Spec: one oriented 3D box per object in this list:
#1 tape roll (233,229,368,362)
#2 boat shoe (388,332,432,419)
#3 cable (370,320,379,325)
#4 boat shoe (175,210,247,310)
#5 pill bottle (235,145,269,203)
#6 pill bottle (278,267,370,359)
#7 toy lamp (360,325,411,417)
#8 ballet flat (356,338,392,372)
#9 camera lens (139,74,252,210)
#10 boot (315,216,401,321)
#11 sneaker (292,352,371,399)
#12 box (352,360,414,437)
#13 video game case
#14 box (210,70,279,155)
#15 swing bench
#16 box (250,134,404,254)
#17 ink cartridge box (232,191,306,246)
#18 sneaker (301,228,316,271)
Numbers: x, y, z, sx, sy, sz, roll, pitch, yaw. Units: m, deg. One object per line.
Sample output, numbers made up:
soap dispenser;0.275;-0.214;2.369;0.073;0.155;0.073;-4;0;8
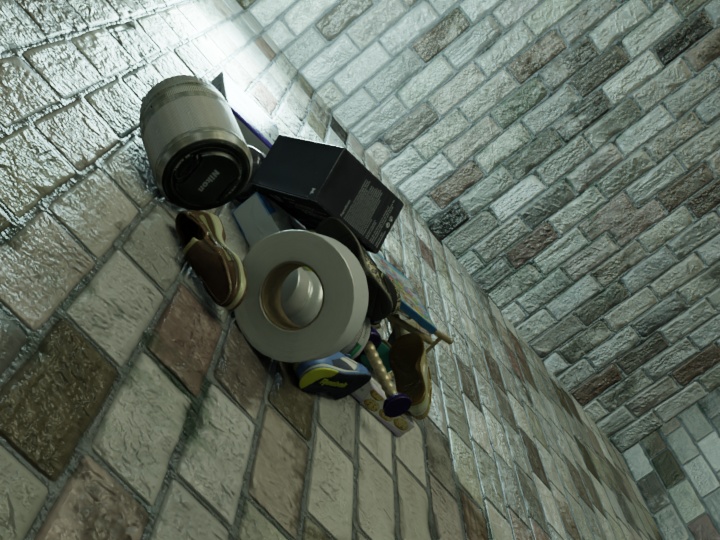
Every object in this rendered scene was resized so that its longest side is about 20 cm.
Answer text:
tape roll;-0.092;0.039;1.393;0.203;0.202;0.071;55;14;13
boat shoe;0.097;0.200;1.730;0.200;0.074;0.066;-87;160;-53
cable;-0.034;0.064;1.742;0.163;0.051;0.200;27;-1;1
boat shoe;-0.235;-0.019;1.373;0.075;0.075;0.202;21;25;-40
pill bottle;-0.211;-0.179;1.787;0.200;0.106;0.106;30;25;-57
pill bottle;-0.081;0.071;1.539;0.200;0.113;0.113;41;17;-43
toy lamp;0.031;0.167;1.615;0.058;0.058;0.200;38;17;-46
ballet flat;0.002;0.135;1.758;0.200;0.071;0.071;35;21;-45
camera lens;-0.277;-0.211;1.518;0.160;0.160;0.200;38;19;-47
boot;-0.001;0.002;1.636;0.204;0.073;0.154;57;9;9
sneaker;-0.048;0.159;1.510;0.082;0.074;0.200;56;12;28
box;0.022;0.226;1.641;0.200;0.041;0.039;46;13;-27
video game case;0.076;0.035;1.852;0.143;0.018;0.200;38;14;-31
box;-0.260;-0.294;1.930;0.184;0.105;0.200;43;16;-32
swing bench;0.069;0.115;1.924;0.200;0.130;0.199;50;12;16
box;-0.060;-0.144;1.704;0.197;0.118;0.200;19;-14;45
ink cartridge box;-0.148;-0.061;1.766;0.116;0.068;0.200;59;14;28
sneaker;-0.087;-0.003;1.646;0.078;0.090;0.200;60;35;-43
